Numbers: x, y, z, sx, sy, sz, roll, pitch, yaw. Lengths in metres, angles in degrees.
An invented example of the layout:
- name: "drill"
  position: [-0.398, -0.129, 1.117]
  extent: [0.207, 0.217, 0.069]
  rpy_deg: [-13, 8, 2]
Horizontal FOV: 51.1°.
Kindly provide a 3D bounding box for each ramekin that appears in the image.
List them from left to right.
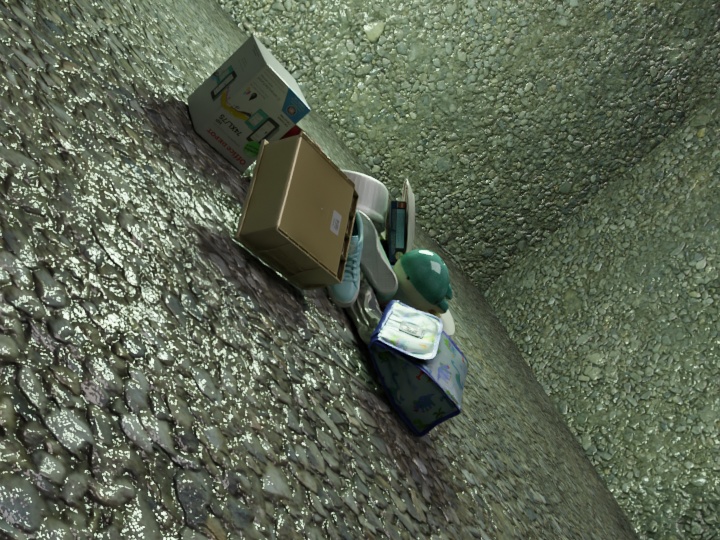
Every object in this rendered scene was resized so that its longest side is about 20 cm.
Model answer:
- name: "ramekin"
  position: [-0.026, -0.167, 1.820]
  extent: [0.197, 0.100, 0.201]
  rpy_deg: [13, -11, 3]

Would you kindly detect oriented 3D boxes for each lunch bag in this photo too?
- name: "lunch bag"
  position: [0.101, 0.164, 1.379]
  extent: [0.201, 0.127, 0.170]
  rpy_deg: [48, 25, -8]

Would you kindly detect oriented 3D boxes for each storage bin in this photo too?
- name: "storage bin"
  position: [-0.101, -0.100, 1.322]
  extent: [0.198, 0.092, 0.203]
  rpy_deg: [41, 50, -43]

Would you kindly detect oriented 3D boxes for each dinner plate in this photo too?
- name: "dinner plate"
  position: [0.113, -0.117, 1.790]
  extent: [0.200, 0.024, 0.204]
  rpy_deg: [-179, -90, -89]

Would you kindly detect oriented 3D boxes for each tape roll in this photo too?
- name: "tape roll"
  position: [0.135, 0.073, 1.701]
  extent: [0.202, 0.037, 0.204]
  rpy_deg: [42, 22, -21]

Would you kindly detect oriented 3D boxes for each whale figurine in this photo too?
- name: "whale figurine"
  position: [0.156, 0.017, 1.639]
  extent: [0.199, 0.103, 0.160]
  rpy_deg: [12, 42, -59]

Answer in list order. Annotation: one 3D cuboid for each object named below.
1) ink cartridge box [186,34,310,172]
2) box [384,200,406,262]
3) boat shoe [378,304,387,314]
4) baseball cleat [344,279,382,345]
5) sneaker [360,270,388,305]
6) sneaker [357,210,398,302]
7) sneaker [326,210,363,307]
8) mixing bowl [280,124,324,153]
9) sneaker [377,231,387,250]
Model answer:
- name: "ink cartridge box"
  position: [-0.234, -0.343, 1.560]
  extent: [0.146, 0.199, 0.147]
  rpy_deg: [40, 16, -40]
- name: "box"
  position: [0.082, -0.085, 1.808]
  extent: [0.200, 0.037, 0.140]
  rpy_deg: [130, -39, -88]
- name: "boat shoe"
  position: [0.064, 0.146, 1.556]
  extent: [0.062, 0.073, 0.201]
  rpy_deg: [13, 32, -38]
- name: "baseball cleat"
  position: [0.017, 0.104, 1.513]
  extent: [0.107, 0.069, 0.201]
  rpy_deg: [60, 9, -35]
- name: "sneaker"
  position: [0.000, 0.000, 1.713]
  extent: [0.201, 0.075, 0.105]
  rpy_deg: [48, 5, 28]
- name: "sneaker"
  position: [0.016, -0.022, 1.606]
  extent: [0.118, 0.073, 0.203]
  rpy_deg: [90, -24, -71]
- name: "sneaker"
  position: [-0.031, -0.031, 1.496]
  extent: [0.082, 0.072, 0.204]
  rpy_deg: [100, -8, -66]
- name: "mixing bowl"
  position: [-0.148, -0.208, 1.622]
  extent: [0.200, 0.108, 0.201]
  rpy_deg: [42, -19, 17]
- name: "sneaker"
  position: [0.019, -0.066, 1.839]
  extent: [0.084, 0.071, 0.200]
  rpy_deg: [61, -17, 7]
